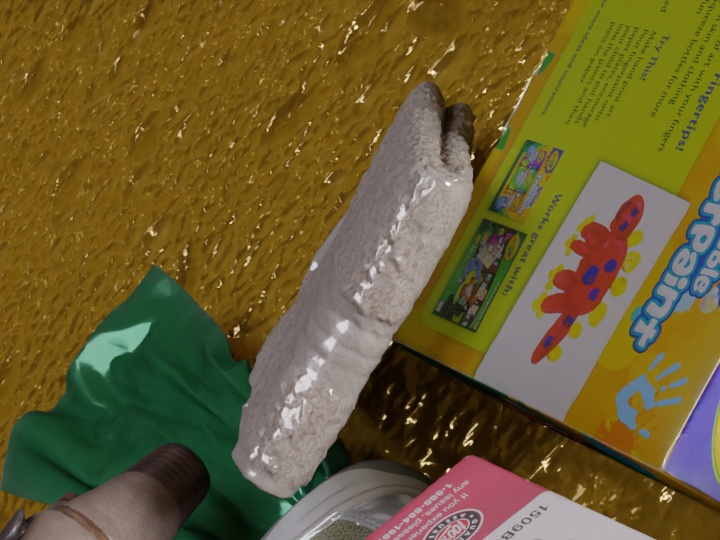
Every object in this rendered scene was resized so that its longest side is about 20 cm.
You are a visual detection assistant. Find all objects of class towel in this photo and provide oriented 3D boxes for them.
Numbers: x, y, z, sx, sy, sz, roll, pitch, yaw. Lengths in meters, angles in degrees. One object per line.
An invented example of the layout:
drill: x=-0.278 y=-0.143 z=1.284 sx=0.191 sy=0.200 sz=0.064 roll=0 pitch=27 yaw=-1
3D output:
towel: x=0.000 y=0.000 z=0.918 sx=0.133 sy=0.034 sz=0.200 roll=-61 pitch=4 yaw=11

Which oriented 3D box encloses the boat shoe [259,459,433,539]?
boat shoe: x=-0.039 y=0.158 z=0.892 sx=0.202 sy=0.074 sz=0.065 roll=-44 pitch=31 yaw=8

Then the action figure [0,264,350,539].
action figure: x=-0.058 y=0.079 z=0.994 sx=0.200 sy=0.055 sz=0.118 roll=26 pitch=83 yaw=49

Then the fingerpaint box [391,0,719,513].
fingerpaint box: x=0.123 y=-0.029 z=0.834 sx=0.167 sy=0.073 sz=0.200 roll=23 pitch=84 yaw=57

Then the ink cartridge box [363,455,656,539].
ink cartridge box: x=0.053 y=0.150 z=0.726 sx=0.146 sy=0.083 sz=0.200 roll=-37 pitch=28 yaw=-21

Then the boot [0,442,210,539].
boot: x=-0.133 y=0.145 z=0.930 sx=0.146 sy=0.070 sz=0.200 roll=-43 pitch=-11 yaw=-42
